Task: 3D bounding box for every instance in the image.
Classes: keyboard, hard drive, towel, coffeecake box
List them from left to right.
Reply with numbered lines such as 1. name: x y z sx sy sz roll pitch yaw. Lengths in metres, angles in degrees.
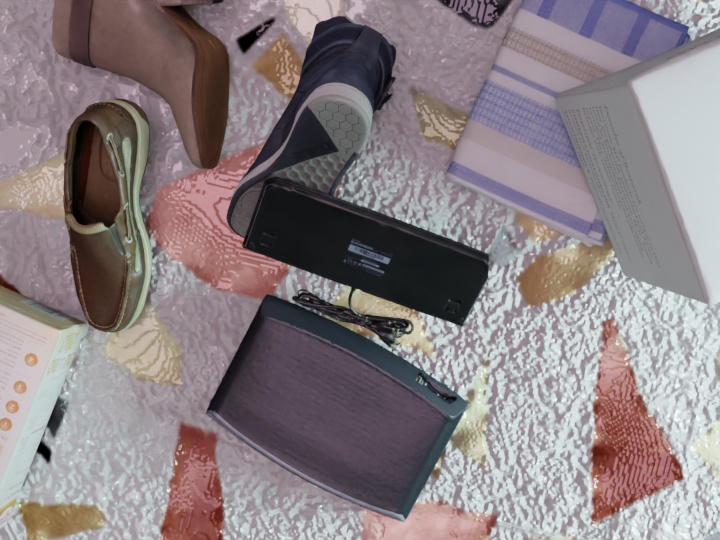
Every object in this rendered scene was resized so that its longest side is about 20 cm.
1. coffeecake box: -0.352 0.110 1.028 0.153 0.073 0.200 23 94 4
2. hard drive: -0.023 0.121 1.012 0.200 0.042 0.135 28 97 4
3. keyboard: 0.000 0.000 0.985 0.200 0.021 0.127 21 127 -5
4. towel: 0.174 -0.137 0.994 0.147 0.024 0.200 24 94 4

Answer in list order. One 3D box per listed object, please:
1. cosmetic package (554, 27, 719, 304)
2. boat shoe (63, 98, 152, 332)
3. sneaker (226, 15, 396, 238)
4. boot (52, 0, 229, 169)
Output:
1. cosmetic package: 0.270 -0.090 0.882 0.167 0.200 0.167 -23 97 -3
2. boat shoe: -0.222 -0.040 0.992 0.075 0.075 0.203 5 105 16
3. sneaker: -0.039 -0.120 0.992 0.077 0.146 0.202 28 136 -17
4. boot: -0.190 -0.189 1.011 0.146 0.070 0.200 3 96 13
